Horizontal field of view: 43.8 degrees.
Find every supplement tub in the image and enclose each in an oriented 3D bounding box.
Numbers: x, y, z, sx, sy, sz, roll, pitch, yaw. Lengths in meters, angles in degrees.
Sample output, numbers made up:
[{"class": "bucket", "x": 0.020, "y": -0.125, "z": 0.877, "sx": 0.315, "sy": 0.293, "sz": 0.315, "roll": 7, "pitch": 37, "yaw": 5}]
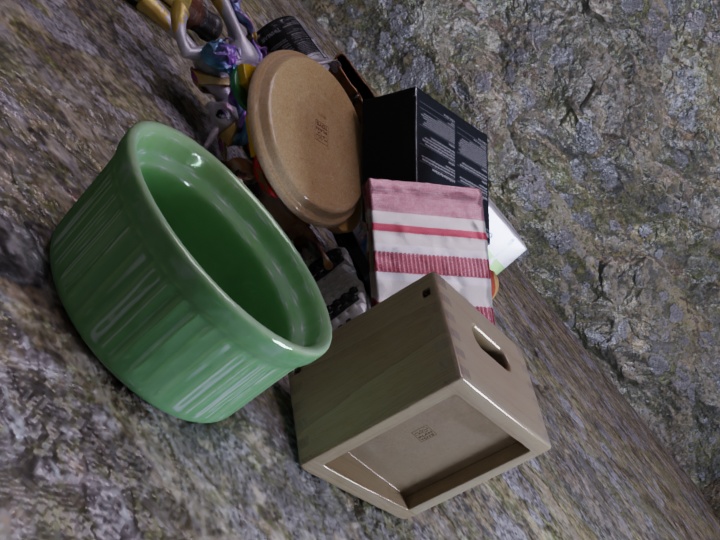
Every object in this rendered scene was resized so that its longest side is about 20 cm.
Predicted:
[{"class": "supplement tub", "x": -0.094, "y": -0.300, "z": 1.457, "sx": 0.202, "sy": 0.122, "sz": 0.122, "roll": 54, "pitch": 14, "yaw": 10}]

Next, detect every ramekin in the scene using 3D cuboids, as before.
[{"class": "ramekin", "x": -0.119, "y": 0.006, "z": 0.624, "sx": 0.200, "sy": 0.097, "sz": 0.201, "roll": 48, "pitch": 13, "yaw": -15}]

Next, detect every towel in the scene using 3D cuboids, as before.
[{"class": "towel", "x": 0.072, "y": 0.008, "z": 0.918, "sx": 0.141, "sy": 0.023, "sz": 0.205, "roll": 3, "pitch": 74, "yaw": -25}]

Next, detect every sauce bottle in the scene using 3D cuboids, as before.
[{"class": "sauce bottle", "x": -0.258, "y": -0.371, "z": 1.225, "sx": 0.067, "sy": 0.066, "sz": 0.199, "roll": 56, "pitch": 11, "yaw": 22}]

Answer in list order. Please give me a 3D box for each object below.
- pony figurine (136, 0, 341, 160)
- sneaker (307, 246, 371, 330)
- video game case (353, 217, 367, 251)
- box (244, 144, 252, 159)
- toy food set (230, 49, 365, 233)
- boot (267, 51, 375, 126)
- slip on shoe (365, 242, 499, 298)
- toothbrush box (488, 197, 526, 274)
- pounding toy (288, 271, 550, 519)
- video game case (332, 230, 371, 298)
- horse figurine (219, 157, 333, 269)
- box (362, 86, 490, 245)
[{"class": "pony figurine", "x": -0.146, "y": -0.246, "z": 1.063, "sx": 0.191, "sy": 0.165, "sz": 0.204, "roll": -29, "pitch": 95, "yaw": -40}, {"class": "sneaker", "x": -0.013, "y": 0.049, "z": 0.941, "sx": 0.082, "sy": 0.074, "sz": 0.201, "roll": 55, "pitch": 11, "yaw": -23}, {"class": "video game case", "x": 0.036, "y": -0.096, "z": 1.257, "sx": 0.018, "sy": 0.144, "sz": 0.200, "roll": 39, "pitch": 8, "yaw": -12}, {"class": "box", "x": -0.143, "y": -0.213, "z": 1.249, "sx": 0.136, "sy": 0.037, "sz": 0.202, "roll": 30, "pitch": 26, "yaw": -58}, {"class": "toy food set", "x": -0.058, "y": -0.143, "z": 0.969, "sx": 0.198, "sy": 0.048, "sz": 0.203, "roll": 3, "pitch": 76, "yaw": -54}, {"class": "boot", "x": -0.060, "y": -0.234, "z": 1.175, "sx": 0.191, "sy": 0.068, "sz": 0.200, "roll": 62, "pitch": -19, "yaw": 0}, {"class": "slip on shoe", "x": 0.080, "y": 0.003, "z": 1.065, "sx": 0.060, "sy": 0.076, "sz": 0.198, "roll": -10, "pitch": 20, "yaw": -44}, {"class": "toothbrush box", "x": 0.110, "y": -0.030, "z": 1.266, "sx": 0.145, "sy": 0.199, "sz": 0.087, "roll": 41, "pitch": 16, "yaw": -29}, {"class": "pounding toy", "x": 0.046, "y": 0.112, "z": 0.777, "sx": 0.199, "sy": 0.182, "sz": 0.144, "roll": 38, "pitch": 30, "yaw": -43}, {"class": "video game case", "x": 0.000, "y": 0.000, "z": 1.078, "sx": 0.201, "sy": 0.019, "sz": 0.145, "roll": 59, "pitch": -6, "yaw": 51}, {"class": "horse figurine", "x": -0.104, "y": -0.066, "z": 0.959, "sx": 0.199, "sy": 0.050, "sz": 0.133, "roll": 39, "pitch": 11, "yaw": -31}, {"class": "box", "x": 0.081, "y": -0.112, "z": 1.059, "sx": 0.199, "sy": 0.077, "sz": 0.145, "roll": 16, "pitch": 69, "yaw": -57}]
